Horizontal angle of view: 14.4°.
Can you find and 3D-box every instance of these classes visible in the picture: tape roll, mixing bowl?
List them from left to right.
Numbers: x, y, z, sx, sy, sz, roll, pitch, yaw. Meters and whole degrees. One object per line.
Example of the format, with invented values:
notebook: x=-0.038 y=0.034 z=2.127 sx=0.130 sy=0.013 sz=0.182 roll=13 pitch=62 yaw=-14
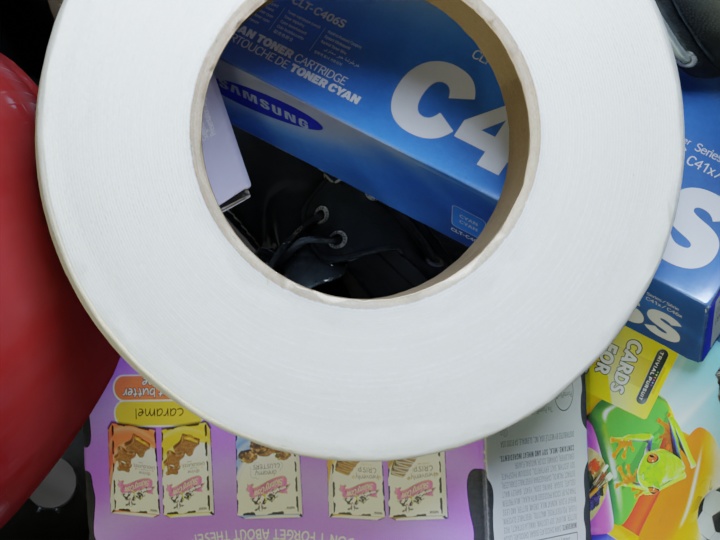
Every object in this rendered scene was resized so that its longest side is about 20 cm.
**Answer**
mixing bowl: x=-0.145 y=-0.006 z=0.938 sx=0.200 sy=0.108 sz=0.200 roll=50 pitch=161 yaw=25
tape roll: x=0.000 y=-0.042 z=0.874 sx=0.203 sy=0.203 sz=0.037 roll=47 pitch=175 yaw=-4

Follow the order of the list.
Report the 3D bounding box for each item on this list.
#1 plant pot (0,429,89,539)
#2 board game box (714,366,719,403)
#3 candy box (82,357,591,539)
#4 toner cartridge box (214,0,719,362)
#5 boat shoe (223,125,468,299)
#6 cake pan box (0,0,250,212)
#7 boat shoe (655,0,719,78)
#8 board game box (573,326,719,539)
plant pot: x=-0.115 y=0.089 z=1.124 sx=0.200 sy=0.200 sz=0.174 roll=52 pitch=170 yaw=-9
board game box: x=0.220 y=-0.003 z=0.854 sx=0.200 sy=0.135 sz=0.028 roll=-7 pitch=118 yaw=40
candy box: x=-0.008 y=0.118 z=0.976 sx=0.168 sy=0.072 sz=0.200 roll=-2 pitch=91 yaw=34
toner cartridge box: x=0.050 y=-0.058 z=0.957 sx=0.200 sy=0.095 sz=0.043 roll=27 pitch=155 yaw=15
boat shoe: x=-0.001 y=0.002 z=1.065 sx=0.199 sy=0.066 sz=0.075 roll=43 pitch=136 yaw=-1
cake pan box: x=-0.126 y=-0.116 z=0.972 sx=0.200 sy=0.052 sz=0.184 roll=28 pitch=145 yaw=48
boat shoe: x=0.087 y=-0.146 z=0.881 sx=0.060 sy=0.076 sz=0.200 roll=-13 pitch=110 yaw=40
board game box: x=0.109 y=0.094 z=0.969 sx=0.200 sy=0.047 sz=0.151 roll=36 pitch=110 yaw=27
